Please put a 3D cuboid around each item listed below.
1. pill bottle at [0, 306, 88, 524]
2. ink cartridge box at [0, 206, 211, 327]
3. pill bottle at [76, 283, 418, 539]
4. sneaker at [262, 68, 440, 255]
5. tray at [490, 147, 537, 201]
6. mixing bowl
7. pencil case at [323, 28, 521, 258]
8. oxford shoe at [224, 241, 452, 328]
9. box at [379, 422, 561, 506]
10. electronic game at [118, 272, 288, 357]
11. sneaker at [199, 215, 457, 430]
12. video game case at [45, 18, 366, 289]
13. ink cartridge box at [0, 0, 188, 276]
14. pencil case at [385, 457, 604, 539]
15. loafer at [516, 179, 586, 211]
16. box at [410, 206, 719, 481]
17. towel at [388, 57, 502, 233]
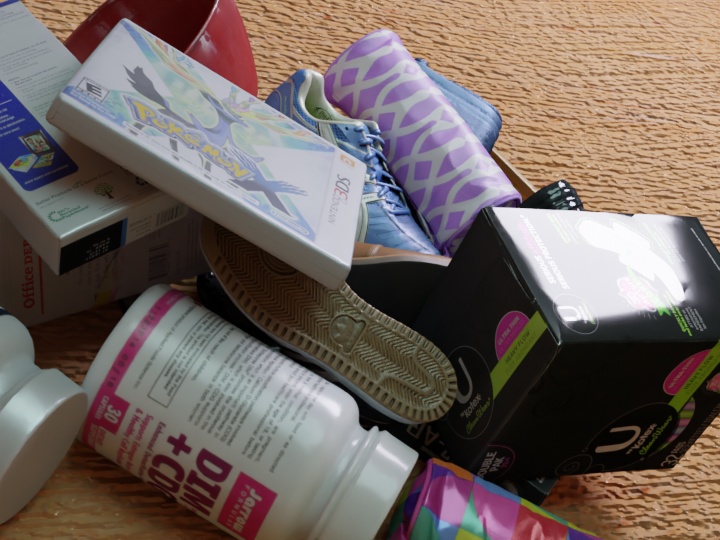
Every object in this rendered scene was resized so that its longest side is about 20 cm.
[{"bbox_3d":[-0.265,0.054,0.849,0.199,0.116,0.116,34,37,10],"label":"pill bottle"},{"bbox_3d":[-0.194,-0.035,0.975,0.198,0.117,0.068,-18,47,-27],"label":"ink cartridge box"},{"bbox_3d":[-0.071,0.105,0.910,0.199,0.114,0.114,30,36,5],"label":"pill bottle"},{"bbox_3d":[-0.008,-0.070,1.108,0.200,0.077,0.076,45,25,12],"label":"sneaker"},{"bbox_3d":[0.095,-0.078,1.300,0.098,0.037,0.200,-16,53,-42],"label":"tray"},{"bbox_3d":[-0.153,-0.133,1.112,0.109,0.199,0.201,48,24,-33],"label":"mixing bowl"},{"bbox_3d":[0.046,-0.098,1.159,0.085,0.084,0.201,-34,69,-2],"label":"pencil case"},{"bbox_3d":[0.000,0.000,1.033,0.198,0.072,0.072,6,36,-14],"label":"oxford shoe"},{"bbox_3d":[0.102,0.084,1.101,0.160,0.044,0.200,34,37,9],"label":"box"},{"bbox_3d":[-0.082,0.013,1.073,0.198,0.042,0.201,10,40,-8],"label":"electronic game"},{"bbox_3d":[-0.034,0.037,0.966,0.200,0.108,0.070,40,71,-5],"label":"sneaker"},{"bbox_3d":[-0.088,-0.080,0.923,0.199,0.022,0.183,30,22,-9],"label":"video game case"},{"bbox_3d":[-0.203,-0.089,0.912,0.099,0.039,0.200,-27,61,-31],"label":"ink cartridge box"},{"bbox_3d":[0.113,0.198,0.940,0.199,0.089,0.089,26,36,1],"label":"pencil case"},{"bbox_3d":[0.162,0.000,1.156,0.073,0.072,0.200,57,3,20],"label":"loafer"},{"bbox_3d":[0.155,0.052,1.010,0.198,0.149,0.125,2,45,-31],"label":"box"},{"bbox_3d":[0.036,-0.089,1.225,0.111,0.049,0.200,33,53,5],"label":"towel"}]
